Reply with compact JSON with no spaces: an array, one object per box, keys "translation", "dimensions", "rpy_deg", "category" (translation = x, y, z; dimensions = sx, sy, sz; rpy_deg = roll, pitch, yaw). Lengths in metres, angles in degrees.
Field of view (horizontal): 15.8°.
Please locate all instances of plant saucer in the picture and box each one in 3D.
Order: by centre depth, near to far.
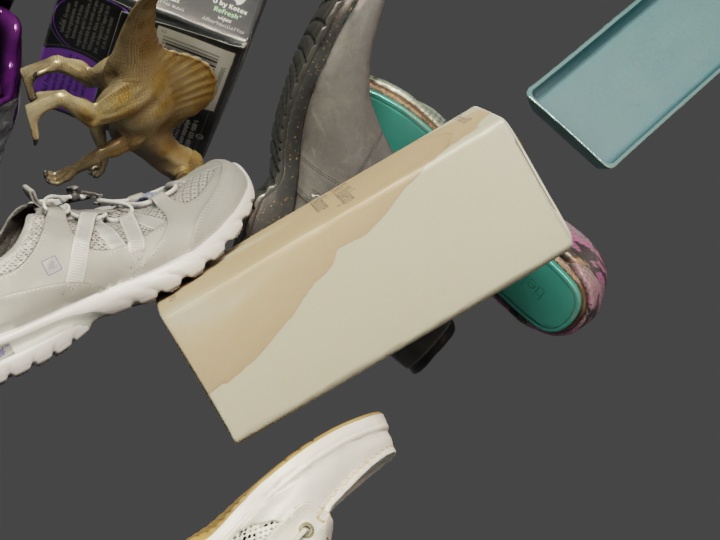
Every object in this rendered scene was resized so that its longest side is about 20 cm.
[{"translation":[0.182,-0.132,1.581],"dimensions":[0.070,0.019,0.200],"rpy_deg":[43,56,10],"category":"plant saucer"}]

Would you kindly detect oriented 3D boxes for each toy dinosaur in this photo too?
[{"translation":[-0.126,-0.097,1.358],"dimensions":[0.101,0.200,0.058],"rpy_deg":[-12,56,-4],"category":"toy dinosaur"}]

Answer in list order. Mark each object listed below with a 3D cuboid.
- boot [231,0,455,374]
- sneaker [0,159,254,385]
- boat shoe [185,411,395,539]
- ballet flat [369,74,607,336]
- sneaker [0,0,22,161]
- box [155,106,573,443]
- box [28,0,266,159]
[{"translation":[0.014,-0.054,1.399],"dimensions":[0.132,0.200,0.070],"rpy_deg":[17,12,-7],"category":"boot"},{"translation":[-0.140,-0.015,1.326],"dimensions":[0.200,0.075,0.082],"rpy_deg":[-33,100,-31],"category":"sneaker"},{"translation":[-0.047,0.149,1.295],"dimensions":[0.200,0.071,0.069],"rpy_deg":[-39,78,-25],"category":"boat shoe"},{"translation":[0.058,-0.043,1.459],"dimensions":[0.200,0.069,0.071],"rpy_deg":[40,29,-1],"category":"ballet flat"},{"translation":[-0.221,-0.057,1.351],"dimensions":[0.074,0.088,0.200],"rpy_deg":[15,55,-10],"category":"sneaker"},{"translation":[0.000,0.000,1.327],"dimensions":[0.200,0.095,0.078],"rpy_deg":[-31,100,-3],"category":"box"},{"translation":[-0.098,-0.181,1.450],"dimensions":[0.106,0.122,0.200],"rpy_deg":[21,55,-5],"category":"box"}]
